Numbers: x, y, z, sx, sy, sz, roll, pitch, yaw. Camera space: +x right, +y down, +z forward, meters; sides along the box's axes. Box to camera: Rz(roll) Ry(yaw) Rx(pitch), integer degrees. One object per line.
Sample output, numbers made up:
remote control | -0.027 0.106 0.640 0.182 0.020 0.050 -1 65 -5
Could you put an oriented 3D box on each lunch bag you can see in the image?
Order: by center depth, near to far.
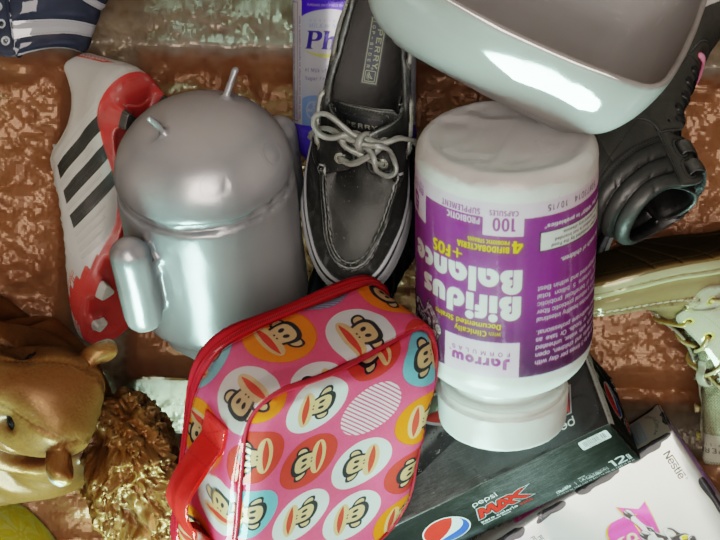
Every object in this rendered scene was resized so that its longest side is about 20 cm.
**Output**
lunch bag | -0.045 0.112 1.422 0.176 0.082 0.201 -23 140 -33

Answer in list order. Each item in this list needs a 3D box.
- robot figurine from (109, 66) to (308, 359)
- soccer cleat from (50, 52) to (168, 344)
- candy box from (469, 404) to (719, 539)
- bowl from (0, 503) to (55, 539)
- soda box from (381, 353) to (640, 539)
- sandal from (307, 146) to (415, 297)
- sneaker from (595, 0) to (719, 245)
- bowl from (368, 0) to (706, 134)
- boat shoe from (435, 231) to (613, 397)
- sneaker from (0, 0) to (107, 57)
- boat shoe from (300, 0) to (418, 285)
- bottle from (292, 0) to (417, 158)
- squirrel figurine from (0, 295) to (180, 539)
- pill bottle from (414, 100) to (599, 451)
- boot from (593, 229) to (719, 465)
robot figurine | -0.094 -0.030 1.461 0.113 0.170 0.201 20 135 29
soccer cleat | -0.170 -0.048 1.528 0.068 0.085 0.201 -19 128 -39
candy box | 0.169 0.218 1.576 0.200 0.072 0.168 -34 99 6
bowl | -0.294 0.249 1.558 0.199 0.108 0.201 0 101 0
soda box | 0.078 0.127 1.534 0.199 0.071 0.063 -27 145 13
sandal | 0.001 0.001 1.512 0.075 0.048 0.201 9 122 -12
sneaker | 0.197 -0.093 1.482 0.099 0.071 0.200 39 71 20
bowl | 0.101 -0.167 1.398 0.199 0.200 0.075 28 129 0
boat shoe | 0.113 0.016 1.538 0.072 0.068 0.200 33 99 -7
sneaker | -0.254 -0.202 1.490 0.199 0.070 0.109 16 99 -7
boat shoe | 0.004 -0.085 1.428 0.073 0.068 0.200 12 88 5
bottle | -0.004 -0.171 1.501 0.083 0.065 0.201 1 101 0
squirrel figurine | -0.185 0.095 1.478 0.199 0.187 0.142 27 73 -16
pill bottle | 0.089 0.007 1.425 0.112 0.112 0.201 -2 120 0
boot | 0.226 0.055 1.524 0.199 0.072 0.156 -9 106 -26
